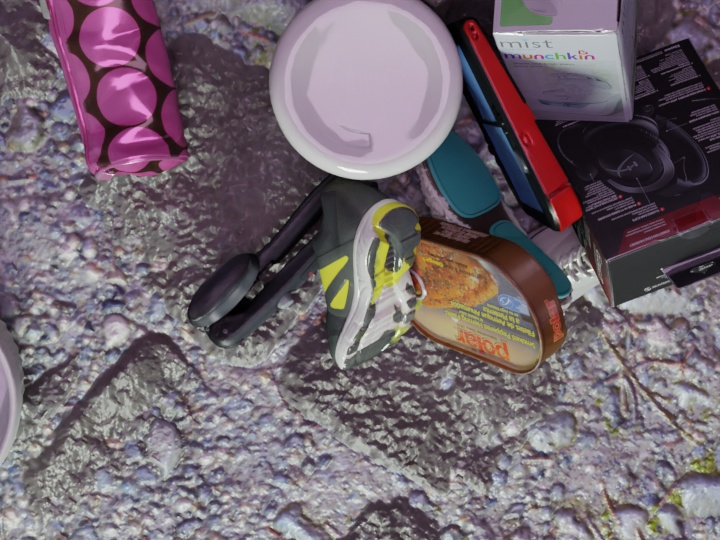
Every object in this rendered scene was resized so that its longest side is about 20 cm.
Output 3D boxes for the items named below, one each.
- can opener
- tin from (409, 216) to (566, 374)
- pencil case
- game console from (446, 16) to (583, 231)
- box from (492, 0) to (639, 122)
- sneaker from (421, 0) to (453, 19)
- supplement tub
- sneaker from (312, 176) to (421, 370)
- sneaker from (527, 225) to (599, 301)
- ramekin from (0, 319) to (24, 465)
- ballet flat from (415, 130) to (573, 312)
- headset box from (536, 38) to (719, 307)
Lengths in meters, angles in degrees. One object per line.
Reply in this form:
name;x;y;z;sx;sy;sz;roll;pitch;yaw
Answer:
can opener;-0.062;-0.011;1.197;0.200;0.079;0.063;-41;89;-5
tin;0.090;0.018;1.144;0.042;0.200;0.112;-29;118;-28
pencil case;-0.209;-0.173;1.156;0.094;0.091;0.200;-20;97;-35
game console;0.113;-0.118;1.116;0.031;0.200;0.177;-32;98;2
box;0.167;-0.238;1.076;0.097;0.176;0.200;2;77;16
sneaker;0.046;-0.249;1.100;0.080;0.200;0.071;32;98;3
supplement tub;0.002;-0.150;1.108;0.144;0.200;0.145;0;98;-2
sneaker;0.000;0.000;1.172;0.074;0.200;0.085;-24;55;-31
sneaker;0.194;-0.018;1.197;0.200;0.071;0.073;-36;97;3
ramekin;-0.379;0.100;1.178;0.200;0.105;0.200;0;98;-1
ballet flat;0.099;-0.030;1.180;0.072;0.072;0.200;-36;72;3
headset box;0.240;-0.074;1.134;0.149;0.077;0.200;-21;57;1
